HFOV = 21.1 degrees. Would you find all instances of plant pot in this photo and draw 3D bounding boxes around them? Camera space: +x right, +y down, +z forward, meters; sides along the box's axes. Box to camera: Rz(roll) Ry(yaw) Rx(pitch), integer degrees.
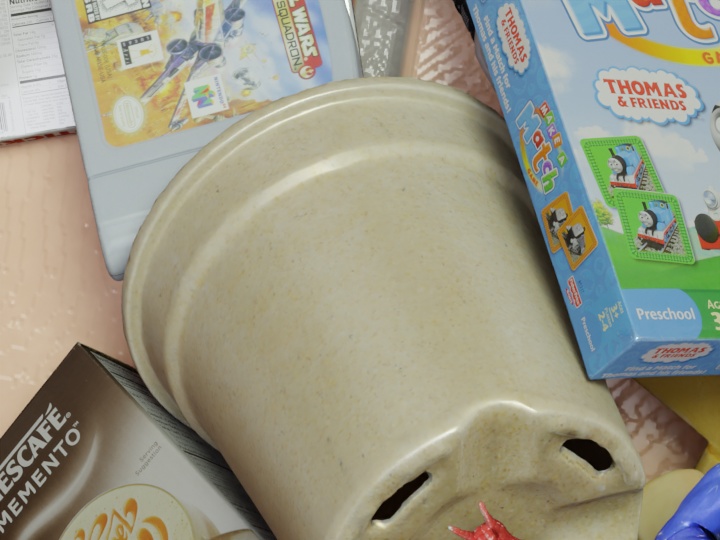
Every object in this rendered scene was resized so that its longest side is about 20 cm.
[{"bbox_3d":[0.020,0.054,0.789,0.200,0.184,0.201,-11,129,-14],"label":"plant pot"}]

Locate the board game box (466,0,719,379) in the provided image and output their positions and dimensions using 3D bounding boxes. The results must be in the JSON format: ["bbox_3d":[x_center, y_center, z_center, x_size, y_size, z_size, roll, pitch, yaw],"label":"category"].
[{"bbox_3d":[0.130,-0.053,0.785,0.151,0.037,0.200,0,60,-32],"label":"board game box"}]

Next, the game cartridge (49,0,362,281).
[{"bbox_3d":[-0.070,-0.101,0.885,0.133,0.042,0.200,-17,64,3],"label":"game cartridge"}]

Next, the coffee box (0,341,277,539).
[{"bbox_3d":[-0.084,0.142,0.851,0.114,0.080,0.200,-51,56,3],"label":"coffee box"}]

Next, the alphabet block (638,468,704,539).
[{"bbox_3d":[0.129,0.238,0.788,0.196,0.200,0.195,-36,111,10],"label":"alphabet block"}]

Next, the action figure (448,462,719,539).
[{"bbox_3d":[0.116,0.090,0.694,0.200,0.099,0.065,-42,50,5],"label":"action figure"}]

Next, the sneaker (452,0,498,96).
[{"bbox_3d":[0.064,-0.138,0.892,0.075,0.114,0.200,-26,98,-11],"label":"sneaker"}]

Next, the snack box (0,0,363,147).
[{"bbox_3d":[-0.101,-0.108,0.936,0.200,0.024,0.072,-9,85,2],"label":"snack box"}]

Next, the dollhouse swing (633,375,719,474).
[{"bbox_3d":[0.233,0.008,0.887,0.181,0.176,0.200,13,112,-31],"label":"dollhouse swing"}]
